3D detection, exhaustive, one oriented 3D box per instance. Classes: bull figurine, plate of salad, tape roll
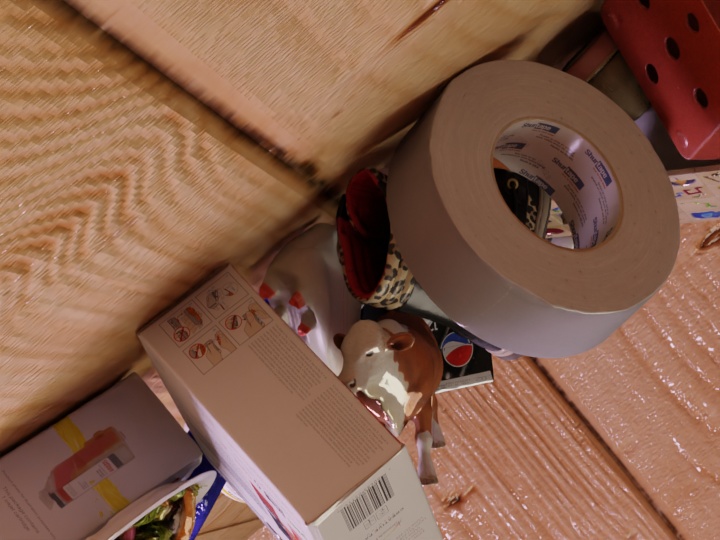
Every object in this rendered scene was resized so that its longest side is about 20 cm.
[{"bbox_3d":[0.025,0.083,1.620,0.064,0.123,0.200,-5,-172,10],"label":"bull figurine"},{"bbox_3d":[-0.170,0.210,1.577,0.200,0.048,0.200,-40,172,-6],"label":"plate of salad"},{"bbox_3d":[0.119,-0.044,1.569,0.200,0.201,0.066,-33,170,-41],"label":"tape roll"}]

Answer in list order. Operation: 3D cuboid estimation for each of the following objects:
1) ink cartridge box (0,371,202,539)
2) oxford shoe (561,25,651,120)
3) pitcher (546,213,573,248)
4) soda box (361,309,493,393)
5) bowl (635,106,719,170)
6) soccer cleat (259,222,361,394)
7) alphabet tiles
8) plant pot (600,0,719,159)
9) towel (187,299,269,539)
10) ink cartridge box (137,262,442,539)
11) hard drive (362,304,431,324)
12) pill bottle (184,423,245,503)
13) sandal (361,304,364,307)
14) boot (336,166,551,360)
[{"bbox_3d":[-0.225,0.175,1.603,0.200,0.084,0.145,-32,169,-43],"label":"ink cartridge box"},{"bbox_3d":[0.208,-0.157,1.801,0.070,0.075,0.200,-45,180,26],"label":"oxford shoe"},{"bbox_3d":[0.200,-0.072,1.965,0.172,0.120,0.201,88,25,-76],"label":"pitcher"},{"bbox_3d":[0.028,0.059,1.883,0.070,0.064,0.200,-10,-173,-28],"label":"soda box"},{"bbox_3d":[0.277,-0.145,1.844,0.199,0.075,0.200,-12,-144,50],"label":"bowl"},{"bbox_3d":[-0.026,0.056,1.685,0.078,0.069,0.201,-48,145,-37],"label":"soccer cleat"},{"bbox_3d":[0.203,-0.057,1.760,0.198,0.008,0.167,-6,164,21],"label":"alphabet tiles"},{"bbox_3d":[0.293,-0.192,1.667,0.175,0.201,0.200,-24,168,-20],"label":"plant pot"},{"bbox_3d":[-0.104,0.112,1.759,0.201,0.049,0.148,-62,180,-27],"label":"towel"},{"bbox_3d":[-0.042,0.122,1.539,0.084,0.200,0.176,-37,146,-12],"label":"ink cartridge box"},{"bbox_3d":[0.074,-0.040,1.772,0.200,0.033,0.141,-36,141,-46],"label":"hard drive"},{"bbox_3d":[-0.066,0.140,1.912,0.112,0.113,0.199,-36,-164,-28],"label":"pill bottle"},{"bbox_3d":[0.000,0.000,1.820,0.200,0.045,0.075,-48,178,7],"label":"sandal"},{"bbox_3d":[0.059,-0.045,1.629,0.150,0.202,0.073,15,157,-35],"label":"boot"}]
